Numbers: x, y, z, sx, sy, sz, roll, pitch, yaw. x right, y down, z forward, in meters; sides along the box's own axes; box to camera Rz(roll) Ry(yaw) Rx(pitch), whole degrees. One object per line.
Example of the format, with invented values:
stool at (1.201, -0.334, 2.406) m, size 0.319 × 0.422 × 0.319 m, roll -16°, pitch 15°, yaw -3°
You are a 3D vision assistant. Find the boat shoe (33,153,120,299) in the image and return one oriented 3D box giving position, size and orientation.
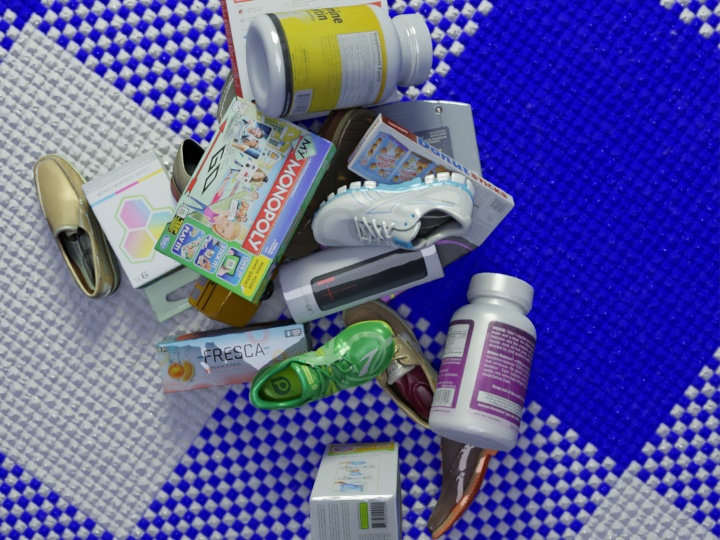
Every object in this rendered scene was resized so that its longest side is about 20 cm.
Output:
boat shoe at (-0.374, -0.059, 1.097) m, size 0.071 × 0.076 × 0.202 m, roll -26°, pitch 93°, yaw 5°

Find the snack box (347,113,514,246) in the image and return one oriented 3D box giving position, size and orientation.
snack box at (0.084, -0.104, 0.999) m, size 0.198 × 0.024 × 0.072 m, roll 29°, pitch 121°, yaw -20°

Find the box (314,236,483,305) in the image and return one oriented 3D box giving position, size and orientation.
box at (0.041, -0.047, 1.097) m, size 0.198 × 0.036 × 0.144 m, roll -31°, pitch 93°, yaw 4°

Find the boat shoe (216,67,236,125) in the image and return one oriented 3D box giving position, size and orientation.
boat shoe at (-0.124, -0.263, 1.074) m, size 0.072 × 0.060 × 0.203 m, roll 35°, pitch 96°, yaw 0°

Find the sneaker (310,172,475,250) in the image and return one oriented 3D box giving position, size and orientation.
sneaker at (0.036, -0.056, 0.966) m, size 0.197 × 0.087 × 0.076 m, roll -12°, pitch 129°, yaw 11°

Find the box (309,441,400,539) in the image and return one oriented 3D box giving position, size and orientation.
box at (-0.001, 0.296, 1.047) m, size 0.100 × 0.200 × 0.114 m, roll -3°, pitch 97°, yaw 4°

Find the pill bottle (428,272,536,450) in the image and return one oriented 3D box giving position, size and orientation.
pill bottle at (0.157, 0.111, 1.048) m, size 0.111 × 0.112 × 0.203 m, roll 15°, pitch 74°, yaw 1°

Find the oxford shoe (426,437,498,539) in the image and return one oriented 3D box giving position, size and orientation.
oxford shoe at (0.131, 0.256, 1.111) m, size 0.072 × 0.071 × 0.202 m, roll 29°, pitch 89°, yaw 17°

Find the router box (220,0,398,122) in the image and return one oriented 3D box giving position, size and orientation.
router box at (-0.061, -0.280, 1.025) m, size 0.197 × 0.049 × 0.182 m, roll -13°, pitch 110°, yaw -14°

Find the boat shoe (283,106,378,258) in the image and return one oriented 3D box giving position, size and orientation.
boat shoe at (-0.047, -0.111, 1.025) m, size 0.072 × 0.067 × 0.202 m, roll 23°, pitch 100°, yaw -42°

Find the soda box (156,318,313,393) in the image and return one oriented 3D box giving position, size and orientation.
soda box at (-0.162, 0.110, 1.107) m, size 0.197 × 0.064 × 0.070 m, roll -8°, pitch 95°, yaw 3°

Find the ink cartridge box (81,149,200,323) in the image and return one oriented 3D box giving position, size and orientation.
ink cartridge box at (-0.266, -0.042, 1.094) m, size 0.103 × 0.059 × 0.202 m, roll -27°, pitch 94°, yaw -5°

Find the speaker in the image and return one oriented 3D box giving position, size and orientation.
speaker at (0.000, 0.000, 1.047) m, size 0.197 × 0.081 × 0.082 m, roll -18°, pitch 94°, yaw 5°

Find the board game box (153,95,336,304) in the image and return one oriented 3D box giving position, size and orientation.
board game box at (-0.131, -0.082, 0.966) m, size 0.133 × 0.029 × 0.202 m, roll 26°, pitch 85°, yaw 12°

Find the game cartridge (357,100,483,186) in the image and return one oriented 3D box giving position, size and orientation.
game cartridge at (0.049, -0.141, 1.058) m, size 0.197 × 0.041 × 0.135 m, roll -9°, pitch 87°, yaw 8°

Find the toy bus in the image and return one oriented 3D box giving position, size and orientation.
toy bus at (-0.137, -0.028, 1.079) m, size 0.078 × 0.065 × 0.202 m, roll 29°, pitch 92°, yaw 37°

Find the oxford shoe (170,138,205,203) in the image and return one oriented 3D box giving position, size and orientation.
oxford shoe at (-0.171, -0.078, 1.010) m, size 0.070 × 0.075 × 0.200 m, roll -28°, pitch 60°, yaw -31°

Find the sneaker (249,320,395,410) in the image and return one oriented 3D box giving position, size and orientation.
sneaker at (-0.046, 0.126, 1.026) m, size 0.198 × 0.084 × 0.075 m, roll -26°, pitch 94°, yaw 8°

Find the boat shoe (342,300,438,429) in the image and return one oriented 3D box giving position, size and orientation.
boat shoe at (0.050, 0.120, 1.080) m, size 0.074 × 0.066 × 0.200 m, roll -39°, pitch 102°, yaw 11°

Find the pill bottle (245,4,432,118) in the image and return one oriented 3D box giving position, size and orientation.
pill bottle at (-0.023, -0.241, 0.957) m, size 0.197 × 0.112 × 0.114 m, roll -12°, pitch 95°, yaw -22°
